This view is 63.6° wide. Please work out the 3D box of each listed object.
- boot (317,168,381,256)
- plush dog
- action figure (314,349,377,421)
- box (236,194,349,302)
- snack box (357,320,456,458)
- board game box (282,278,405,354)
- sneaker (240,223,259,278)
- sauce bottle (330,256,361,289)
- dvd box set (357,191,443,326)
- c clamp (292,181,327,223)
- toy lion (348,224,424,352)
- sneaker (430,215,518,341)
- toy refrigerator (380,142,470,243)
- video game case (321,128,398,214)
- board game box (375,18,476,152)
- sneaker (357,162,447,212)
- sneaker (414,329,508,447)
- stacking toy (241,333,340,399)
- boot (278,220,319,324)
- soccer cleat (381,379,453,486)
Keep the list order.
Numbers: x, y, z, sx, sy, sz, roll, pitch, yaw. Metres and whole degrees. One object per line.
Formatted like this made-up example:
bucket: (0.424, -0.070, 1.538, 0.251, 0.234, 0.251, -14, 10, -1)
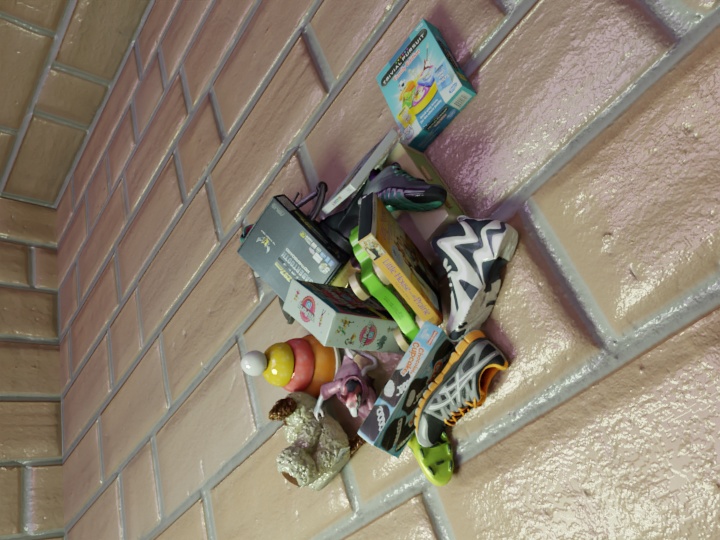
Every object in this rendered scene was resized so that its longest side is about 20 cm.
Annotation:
boot: (0.000, -0.124, 1.179, 0.169, 0.076, 0.200, -52, 19, 1)
plush dog: (-0.094, 0.309, 1.122, 0.160, 0.200, 0.172, -39, 66, -4)
action figure: (0.001, 0.213, 1.025, 0.132, 0.200, 0.151, 21, 79, 7)
box: (-0.142, -0.030, 1.196, 0.200, 0.051, 0.158, 45, 117, 9)
snack box: (0.081, 0.190, 0.916, 0.037, 0.116, 0.202, 26, 78, 33)
board game box: (-0.018, 0.083, 1.050, 0.147, 0.198, 0.065, 33, 106, 46)
sneaker: (-0.231, -0.049, 1.352, 0.200, 0.082, 0.123, 170, 83, -76)
sauce bottle: (0.000, 0.000, 1.152, 0.201, 0.064, 0.065, -53, 47, 28)
dvd box set: (0.067, -0.019, 0.947, 0.029, 0.201, 0.147, -31, 25, 20)
c clamp: (-0.130, -0.139, 1.286, 0.199, 0.027, 0.173, -19, 42, 53)
toy lion: (0.050, 0.015, 1.016, 0.068, 0.201, 0.192, -33, 20, 17)
sneaker: (0.158, 0.002, 0.945, 0.129, 0.079, 0.202, 28, 104, 40)
toy refrigerator: (0.118, -0.138, 1.042, 0.070, 0.075, 0.202, -49, 48, 29)
video game case: (-0.006, -0.187, 1.131, 0.144, 0.018, 0.200, -54, 10, -17)
board game box: (0.119, -0.355, 1.115, 0.151, 0.046, 0.202, -44, 51, 33)
sneaker: (0.069, -0.150, 0.991, 0.198, 0.074, 0.089, 2, 77, 50)
sneaker: (0.154, 0.194, 0.909, 0.077, 0.078, 0.202, 34, 96, 34)
stacking toy: (-0.150, 0.189, 1.175, 0.145, 0.198, 0.149, -14, 70, 45)
boot: (-0.143, -0.001, 1.319, 0.174, 0.068, 0.203, -43, 44, 44)
soccer cleat: (0.097, 0.276, 0.993, 0.201, 0.064, 0.084, 59, 153, 33)
